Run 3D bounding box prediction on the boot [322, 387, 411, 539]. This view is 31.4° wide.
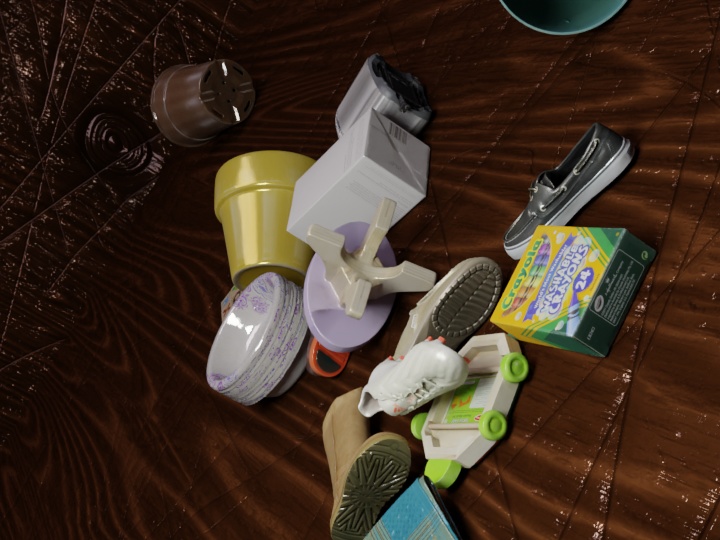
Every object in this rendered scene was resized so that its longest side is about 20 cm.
[{"bbox_3d":[-0.001,0.209,1.557,0.176,0.066,0.200,-60,18,28],"label":"boot"}]

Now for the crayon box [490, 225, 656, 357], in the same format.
[{"bbox_3d":[0.217,0.018,1.382,0.126,0.051,0.200,-62,22,-9],"label":"crayon box"}]

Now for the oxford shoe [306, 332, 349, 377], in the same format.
[{"bbox_3d":[-0.034,0.058,1.846,0.201,0.071,0.072,-66,18,-16],"label":"oxford shoe"}]

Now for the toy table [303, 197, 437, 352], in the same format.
[{"bbox_3d":[0.000,0.000,1.727,0.117,0.183,0.201,126,151,-58],"label":"toy table"}]

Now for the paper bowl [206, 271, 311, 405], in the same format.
[{"bbox_3d":[-0.141,0.112,1.955,0.201,0.104,0.201,-45,25,29],"label":"paper bowl"}]

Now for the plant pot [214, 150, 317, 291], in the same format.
[{"bbox_3d":[-0.143,-0.067,2.096,0.201,0.200,0.190,-33,48,47],"label":"plant pot"}]

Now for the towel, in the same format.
[{"bbox_3d":[0.037,0.333,1.351,0.200,0.022,0.147,-52,40,19],"label":"towel"}]

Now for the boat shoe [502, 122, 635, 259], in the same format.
[{"bbox_3d":[0.229,-0.094,1.483,0.200,0.057,0.069,-45,17,29],"label":"boat shoe"}]

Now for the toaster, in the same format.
[{"bbox_3d":[0.035,-0.246,2.039,0.129,0.113,0.200,-54,24,21],"label":"toaster"}]

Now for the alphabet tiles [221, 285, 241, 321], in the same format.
[{"bbox_3d":[-0.200,0.047,2.296,0.167,0.008,0.200,-51,23,18],"label":"alphabet tiles"}]

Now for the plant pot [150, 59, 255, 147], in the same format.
[{"bbox_3d":[-0.359,-0.401,2.993,0.198,0.200,0.201,-5,56,55],"label":"plant pot"}]

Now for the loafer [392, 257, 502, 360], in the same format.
[{"bbox_3d":[0.095,0.059,1.556,0.200,0.075,0.068,-53,28,15],"label":"loafer"}]

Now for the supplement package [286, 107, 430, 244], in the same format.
[{"bbox_3d":[-0.004,-0.124,1.944,0.200,0.121,0.120,-41,28,36],"label":"supplement package"}]

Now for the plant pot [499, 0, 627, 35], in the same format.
[{"bbox_3d":[0.257,-0.421,1.690,0.201,0.200,0.161,-54,11,12],"label":"plant pot"}]

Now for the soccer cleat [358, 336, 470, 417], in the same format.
[{"bbox_3d":[0.060,0.128,1.445,0.078,0.069,0.200,-54,11,-24],"label":"soccer cleat"}]

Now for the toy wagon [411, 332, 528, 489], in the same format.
[{"bbox_3d":[0.114,0.165,1.428,0.155,0.039,0.201,-14,50,61],"label":"toy wagon"}]
